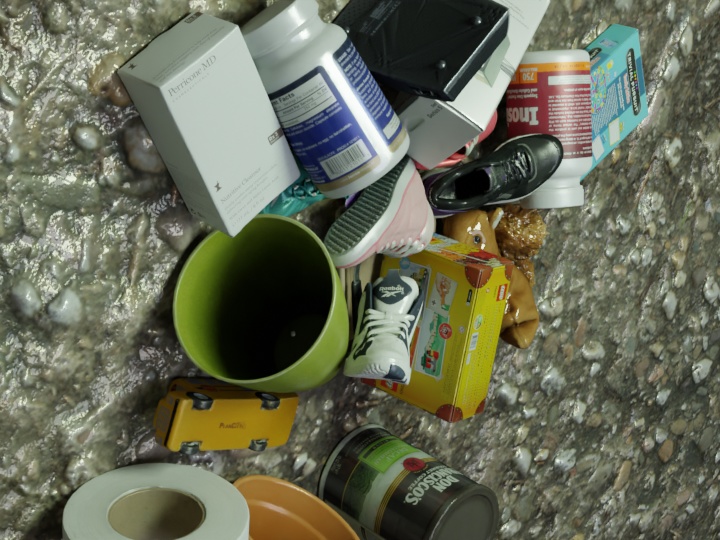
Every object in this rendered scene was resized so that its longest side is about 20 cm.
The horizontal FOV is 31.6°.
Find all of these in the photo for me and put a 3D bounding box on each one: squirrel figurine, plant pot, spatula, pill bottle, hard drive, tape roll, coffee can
[{"bbox_3d":[0.169,-0.015,1.716,0.200,0.140,0.188,-50,129,-42],"label":"squirrel figurine"},{"bbox_3d":[-0.108,0.367,1.547,0.199,0.200,0.141,14,116,-50],"label":"plant pot"},{"bbox_3d":[0.000,0.000,1.536,0.056,0.020,0.202,-37,135,-51],"label":"spatula"},{"bbox_3d":[-0.043,-0.187,1.342,0.116,0.115,0.201,-42,111,-25],"label":"pill bottle"},{"bbox_3d":[-0.087,0.060,1.432,0.188,0.186,0.200,-58,156,-8],"label":"plant pot"},{"bbox_3d":[0.059,-0.256,1.392,0.135,0.199,0.042,-51,140,-14],"label":"hard drive"},{"bbox_3d":[-0.218,0.289,1.363,0.201,0.201,0.072,-18,121,-41],"label":"tape roll"},{"bbox_3d":[0.248,-0.185,1.671,0.112,0.112,0.202,-10,99,-45],"label":"pill bottle"},{"bbox_3d":[0.062,0.311,1.682,0.146,0.199,0.148,-24,125,-39],"label":"coffee can"}]

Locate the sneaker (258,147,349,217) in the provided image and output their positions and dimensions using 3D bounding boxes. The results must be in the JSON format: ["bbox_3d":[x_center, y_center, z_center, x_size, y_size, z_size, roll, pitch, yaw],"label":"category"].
[{"bbox_3d":[-0.047,-0.110,1.444,0.199,0.079,0.078,-35,133,-30],"label":"sneaker"}]

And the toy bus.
[{"bbox_3d":[-0.157,0.164,1.461,0.199,0.078,0.066,6,105,-49],"label":"toy bus"}]

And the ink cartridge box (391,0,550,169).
[{"bbox_3d":[0.118,-0.234,1.475,0.084,0.145,0.201,33,67,-11],"label":"ink cartridge box"}]

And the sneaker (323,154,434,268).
[{"bbox_3d":[0.031,-0.041,1.475,0.105,0.075,0.201,63,36,-26],"label":"sneaker"}]

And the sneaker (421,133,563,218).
[{"bbox_3d":[0.170,-0.113,1.570,0.198,0.088,0.076,-23,96,-10],"label":"sneaker"}]

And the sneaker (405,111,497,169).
[{"bbox_3d":[0.117,-0.161,1.594,0.199,0.086,0.074,-25,127,-38],"label":"sneaker"}]

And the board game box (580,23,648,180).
[{"bbox_3d":[0.332,-0.235,1.826,0.200,0.047,0.152,-42,135,-26],"label":"board game box"}]

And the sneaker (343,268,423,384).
[{"bbox_3d":[0.029,0.062,1.482,0.199,0.079,0.131,22,75,-83],"label":"sneaker"}]

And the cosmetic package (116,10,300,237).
[{"bbox_3d":[-0.152,-0.150,1.307,0.113,0.081,0.201,-44,137,-21],"label":"cosmetic package"}]

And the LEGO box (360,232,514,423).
[{"bbox_3d":[0.093,0.067,1.580,0.077,0.148,0.202,-9,115,-51],"label":"LEGO box"}]

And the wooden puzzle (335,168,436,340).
[{"bbox_3d":[0.030,-0.020,1.614,0.199,0.037,0.187,-27,127,-43],"label":"wooden puzzle"}]
